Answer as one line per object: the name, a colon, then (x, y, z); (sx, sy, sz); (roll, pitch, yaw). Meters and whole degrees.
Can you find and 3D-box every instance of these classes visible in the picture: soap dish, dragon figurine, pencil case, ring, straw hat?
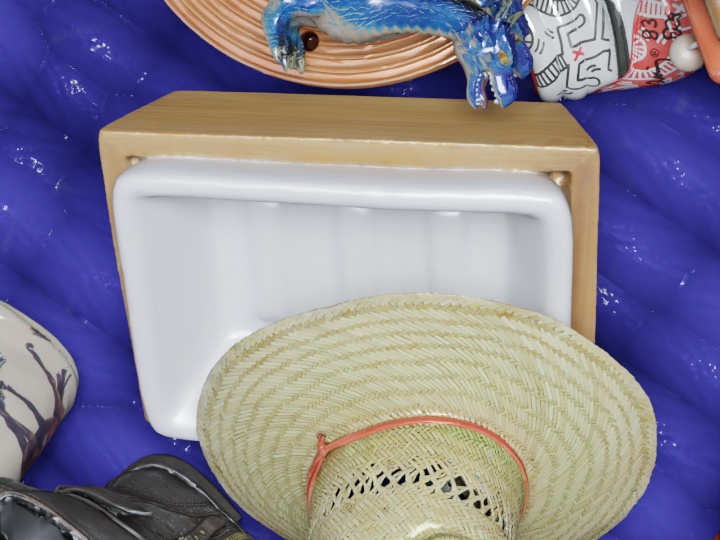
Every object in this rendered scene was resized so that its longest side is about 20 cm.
soap dish: (0.000, 0.000, 0.829); (0.198, 0.082, 0.158); (2, 129, 8)
dragon figurine: (-0.006, -0.143, 0.772); (0.099, 0.059, 0.201); (-27, 88, 9)
pencil case: (-0.203, 0.098, 0.842); (0.089, 0.201, 0.078); (35, 141, -6)
ring: (-0.004, -0.175, 0.810); (0.198, 0.019, 0.203); (0, 90, 10)
straw hat: (0.021, 0.103, 0.796); (0.199, 0.202, 0.086); (2, 48, 9)

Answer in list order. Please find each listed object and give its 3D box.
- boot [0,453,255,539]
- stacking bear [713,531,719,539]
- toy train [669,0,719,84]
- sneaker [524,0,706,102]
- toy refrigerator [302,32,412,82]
boot: (-0.064, 0.151, 0.823); (0.199, 0.174, 0.069); (38, 96, 7)
stacking bear: (0.192, 0.115, 0.817); (0.201, 0.113, 0.122); (-56, 46, 16)
toy train: (0.153, -0.169, 0.741); (0.149, 0.055, 0.202); (-22, 75, 36)
sneaker: (0.089, -0.173, 0.846); (0.107, 0.067, 0.203); (-16, 91, 7)
toy refrigerator: (0.002, -0.186, 0.856); (0.069, 0.076, 0.202); (6, 92, 9)
